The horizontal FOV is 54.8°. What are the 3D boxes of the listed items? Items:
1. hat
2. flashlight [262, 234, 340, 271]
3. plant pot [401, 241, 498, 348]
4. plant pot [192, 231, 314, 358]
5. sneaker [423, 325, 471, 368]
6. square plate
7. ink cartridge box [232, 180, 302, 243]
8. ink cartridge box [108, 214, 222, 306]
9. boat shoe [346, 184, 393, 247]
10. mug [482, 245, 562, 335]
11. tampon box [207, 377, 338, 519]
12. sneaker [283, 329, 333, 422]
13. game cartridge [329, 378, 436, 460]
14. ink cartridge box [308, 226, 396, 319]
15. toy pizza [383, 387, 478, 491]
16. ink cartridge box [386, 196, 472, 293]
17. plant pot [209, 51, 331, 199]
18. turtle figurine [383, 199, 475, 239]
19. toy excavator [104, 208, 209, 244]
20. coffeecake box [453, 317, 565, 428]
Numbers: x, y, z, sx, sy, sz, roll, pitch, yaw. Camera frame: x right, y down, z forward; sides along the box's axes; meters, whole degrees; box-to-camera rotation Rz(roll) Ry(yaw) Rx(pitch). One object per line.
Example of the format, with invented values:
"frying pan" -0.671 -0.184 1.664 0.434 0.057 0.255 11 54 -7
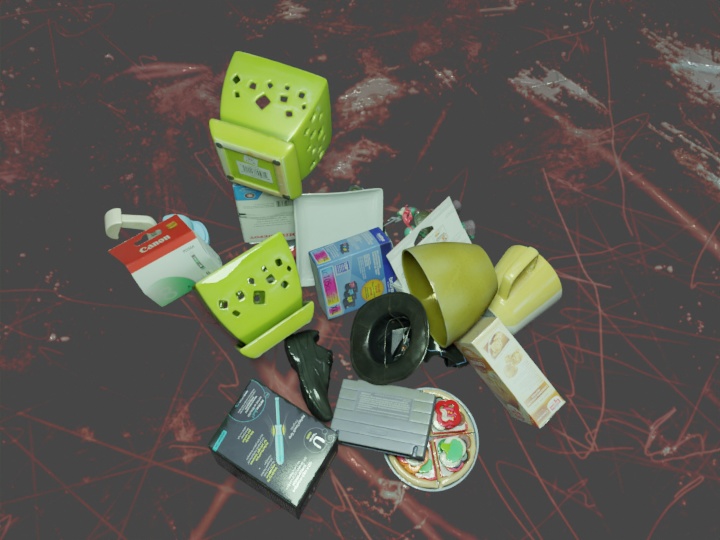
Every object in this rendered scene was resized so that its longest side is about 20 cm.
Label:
"hat" 0.072 0.141 1.412 0.196 0.080 0.207 -13 68 35
"flashlight" -0.138 -0.037 1.530 0.196 0.069 0.068 -25 38 -11
"plant pot" 0.183 0.026 1.343 0.139 0.201 0.203 -23 64 -8
"plant pot" -0.206 0.057 1.386 0.197 0.199 0.184 -33 95 -14
"sneaker" 0.220 0.166 1.436 0.194 0.070 0.080 9 82 -3
"square plate" -0.046 -0.072 1.495 0.194 0.204 0.028 -5 19 -13
"ink cartridge box" -0.195 -0.155 1.511 0.141 0.202 0.086 -5 58 -5
"ink cartridge box" -0.387 -0.016 1.408 0.158 0.201 0.051 -28 64 2
"boat shoe" 0.017 -0.103 1.569 0.074 0.061 0.202 -26 66 -16
"mug" 0.307 0.041 1.437 0.152 0.189 0.148 -40 32 -19
"tampon box" -0.157 0.332 1.292 0.197 0.127 0.151 29 65 12
"sneaker" -0.088 0.203 1.396 0.088 0.077 0.204 -17 65 -15
"game cartridge" 0.044 0.287 1.355 0.194 0.039 0.132 7 57 19
"ink cartridge box" 0.000 0.000 1.462 0.195 0.140 0.077 -20 34 -14
"toy pizza" 0.137 0.325 1.361 0.193 0.032 0.206 1 62 -2
"ink cartridge box" 0.147 -0.027 1.473 0.199 0.179 0.044 -41 28 -19
"plant pot" -0.175 -0.265 1.342 0.195 0.200 0.186 17 67 8
"turtle figurine" 0.155 -0.091 1.548 0.195 0.101 0.153 -17 77 -24
"toy excavator" -0.419 -0.076 1.459 0.189 0.202 0.102 -12 61 -9
"coffeecake box" 0.277 0.190 1.329 0.073 0.153 0.201 -40 91 -8
